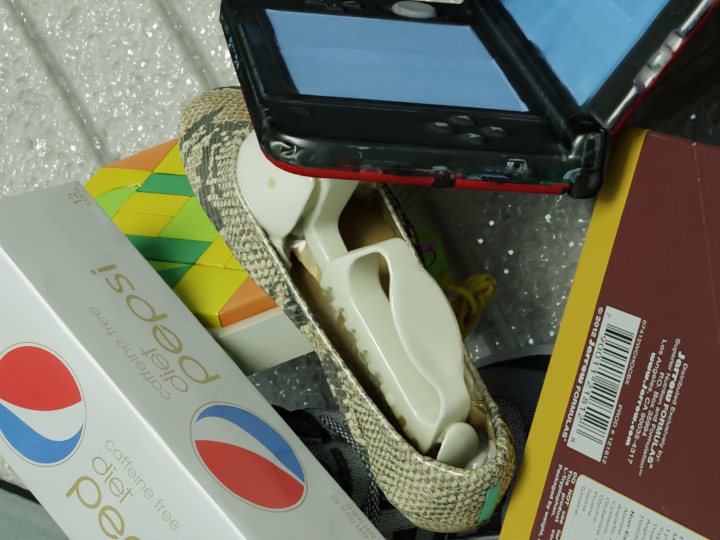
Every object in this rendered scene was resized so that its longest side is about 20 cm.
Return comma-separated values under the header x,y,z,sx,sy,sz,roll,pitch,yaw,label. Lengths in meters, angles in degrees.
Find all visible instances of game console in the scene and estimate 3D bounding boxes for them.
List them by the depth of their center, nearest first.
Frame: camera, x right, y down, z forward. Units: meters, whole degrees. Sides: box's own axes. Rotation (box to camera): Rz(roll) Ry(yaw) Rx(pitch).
x,y,z,sx,sy,sz,roll,pitch,yaw,label
0.043,-0.115,0.840,0.171,0.200,0.120,4,111,-10,game console

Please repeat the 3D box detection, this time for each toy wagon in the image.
x,y,z,sx,sy,sz,roll,pitch,yaw,label
-0.039,-0.006,0.920,0.199,0.155,0.040,5,130,31,toy wagon

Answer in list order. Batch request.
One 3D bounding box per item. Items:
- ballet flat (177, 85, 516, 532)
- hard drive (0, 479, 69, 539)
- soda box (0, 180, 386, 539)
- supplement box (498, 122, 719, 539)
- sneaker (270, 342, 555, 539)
x,y,z,sx,sy,sz,roll,pitch,yaw,label
0.000,0.000,0.826,0.068,0.075,0.201,-25,73,-20,ballet flat
-0.194,0.163,1.056,0.199,0.033,0.141,16,93,31,hard drive
-0.078,0.063,0.830,0.200,0.068,0.064,49,121,14,soda box
0.162,0.072,0.744,0.200,0.132,0.199,23,98,63,supplement box
0.015,0.079,0.888,0.199,0.114,0.076,-16,83,29,sneaker
